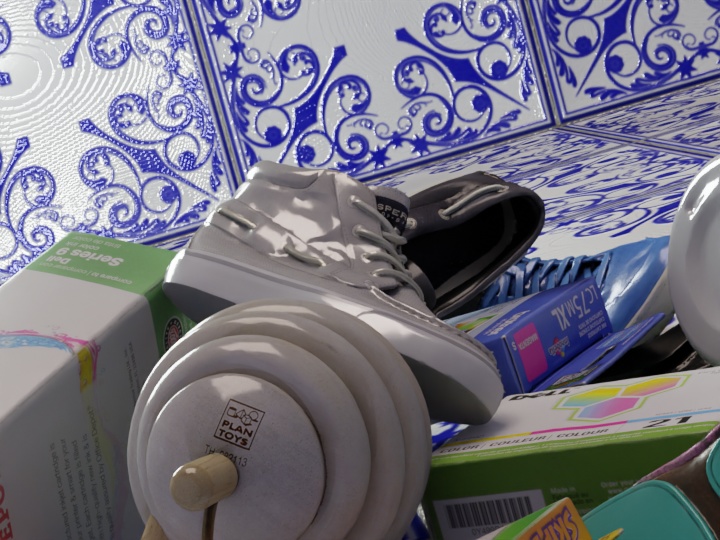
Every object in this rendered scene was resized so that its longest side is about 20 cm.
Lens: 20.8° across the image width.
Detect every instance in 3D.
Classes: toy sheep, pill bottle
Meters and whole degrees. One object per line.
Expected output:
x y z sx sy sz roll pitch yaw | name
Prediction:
-0.035 0.078 0.809 0.137 0.139 0.200 -14 3 12 | toy sheep
0.265 -0.002 0.996 0.198 0.113 0.112 1 -1 -27 | pill bottle

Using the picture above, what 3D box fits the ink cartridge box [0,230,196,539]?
-0.160 0.093 0.977 0.087 0.146 0.200 11 34 25 | ink cartridge box

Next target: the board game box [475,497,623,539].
0.004 0.142 0.752 0.199 0.030 0.095 -28 0 35 | board game box

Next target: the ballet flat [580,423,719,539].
0.143 0.096 0.750 0.200 0.071 0.069 -45 43 14 | ballet flat

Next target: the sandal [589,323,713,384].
0.175 0.066 1.037 0.199 0.076 0.048 -23 38 -16 | sandal

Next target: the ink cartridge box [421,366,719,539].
0.137 0.083 0.902 0.147 0.076 0.200 -11 10 33 | ink cartridge box

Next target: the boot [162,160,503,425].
0.000 0.000 0.931 0.199 0.074 0.096 20 67 35 | boot

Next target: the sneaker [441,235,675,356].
0.097 0.014 1.107 0.200 0.111 0.077 -41 12 52 | sneaker

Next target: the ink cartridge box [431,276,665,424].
0.049 0.050 1.028 0.199 0.042 0.119 -15 7 33 | ink cartridge box

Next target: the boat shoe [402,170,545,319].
0.015 0.002 1.026 0.199 0.073 0.063 -29 15 -31 | boat shoe
